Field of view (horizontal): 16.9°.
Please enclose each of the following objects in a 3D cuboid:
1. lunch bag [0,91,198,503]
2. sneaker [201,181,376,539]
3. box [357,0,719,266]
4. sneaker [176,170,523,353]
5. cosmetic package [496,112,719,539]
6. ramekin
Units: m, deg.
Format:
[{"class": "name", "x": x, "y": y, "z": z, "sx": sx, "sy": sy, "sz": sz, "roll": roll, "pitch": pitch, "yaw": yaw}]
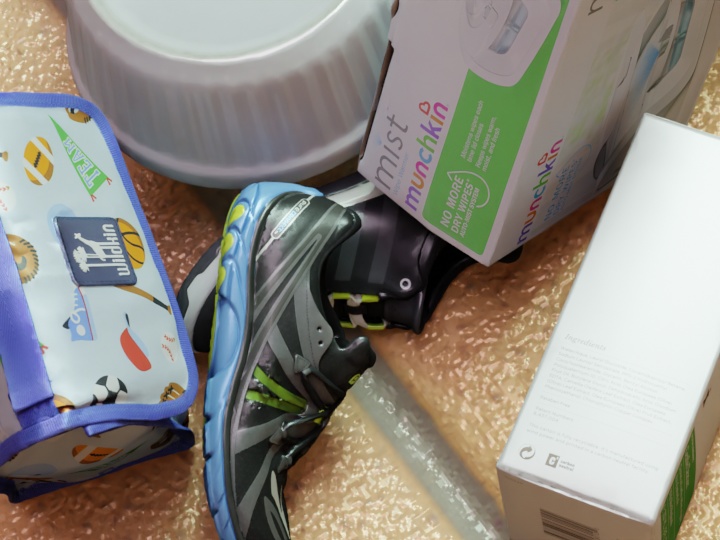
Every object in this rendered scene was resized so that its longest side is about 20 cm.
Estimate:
[{"class": "lunch bag", "x": -0.153, "y": 0.013, "z": 1.172, "sx": 0.123, "sy": 0.200, "sz": 0.171, "roll": -19, "pitch": 79, "yaw": -1}, {"class": "sneaker", "x": -0.035, "y": 0.058, "z": 1.193, "sx": 0.082, "sy": 0.071, "sz": 0.201, "roll": 6, "pitch": 92, "yaw": -2}, {"class": "box", "x": 0.103, "y": -0.132, "z": 1.193, "sx": 0.097, "sy": 0.201, "sz": 0.176, "roll": 37, "pitch": 43, "yaw": 22}, {"class": "sneaker", "x": 0.000, "y": 0.000, "z": 1.248, "sx": 0.199, "sy": 0.072, "sz": 0.083, "roll": -28, "pitch": 65, "yaw": -6}, {"class": "cosmetic package", "x": 0.141, "y": 0.040, "z": 1.190, "sx": 0.084, "sy": 0.108, "sz": 0.201, "roll": 19, "pitch": 70, "yaw": 16}, {"class": "ramekin", "x": -0.059, "y": -0.150, "z": 1.232, "sx": 0.201, "sy": 0.094, "sz": 0.203, "roll": -3, "pitch": 64, "yaw": 7}]
